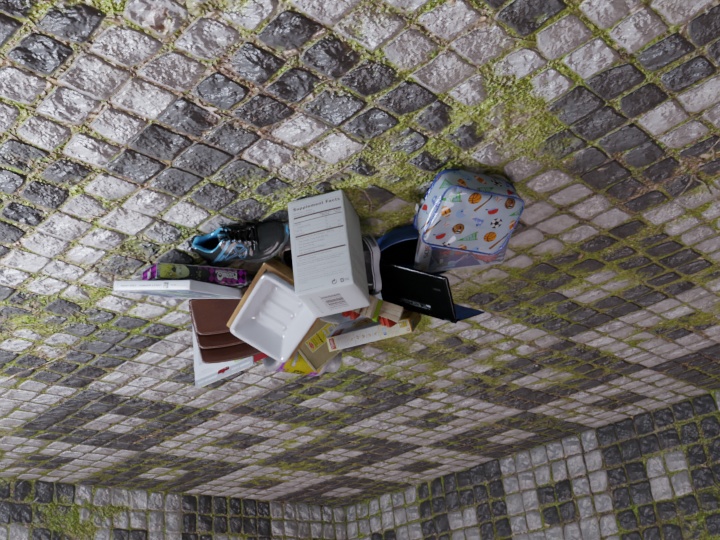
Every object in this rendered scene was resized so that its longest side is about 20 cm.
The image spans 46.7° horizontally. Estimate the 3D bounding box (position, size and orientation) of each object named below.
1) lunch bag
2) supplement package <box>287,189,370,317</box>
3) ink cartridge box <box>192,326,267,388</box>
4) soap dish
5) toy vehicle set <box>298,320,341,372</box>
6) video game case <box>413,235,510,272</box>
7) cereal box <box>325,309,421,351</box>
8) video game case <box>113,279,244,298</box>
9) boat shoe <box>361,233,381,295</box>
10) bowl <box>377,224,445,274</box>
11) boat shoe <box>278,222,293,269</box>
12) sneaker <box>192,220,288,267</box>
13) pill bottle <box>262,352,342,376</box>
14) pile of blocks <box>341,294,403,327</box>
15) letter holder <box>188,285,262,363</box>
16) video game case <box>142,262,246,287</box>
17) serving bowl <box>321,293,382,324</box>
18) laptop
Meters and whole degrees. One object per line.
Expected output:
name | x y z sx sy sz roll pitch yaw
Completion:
lunch bag | 0.202 -0.106 1.597 0.199 0.076 0.161 10 126 -24
supplement package | -0.061 -0.032 1.590 0.117 0.201 0.117 -13 153 12
ink cartridge box | -0.302 0.180 1.981 0.199 0.177 0.084 -24 150 31
soap dish | -0.169 0.082 1.729 0.157 0.081 0.200 31 125 -6
toy vehicle set | -0.105 0.161 2.056 0.124 0.027 0.200 -39 143 -7
video game case | 0.215 -0.070 1.709 0.199 0.023 0.183 -7 139 -12
cereal box | 0.032 0.130 1.894 0.199 0.040 0.144 -14 -173 14
video game case | -0.361 0.040 1.678 0.181 0.024 0.200 -1 173 23
boat shoe | 0.001 0.002 1.735 0.068 0.074 0.200 -29 158 -15
bowl | 0.121 -0.040 1.798 0.199 0.040 0.201 -6 153 -3
boat shoe | -0.134 -0.027 1.739 0.071 0.060 0.200 -8 153 3
sneaker | -0.237 -0.055 1.644 0.199 0.074 0.082 -17 153 19
pill bottle | -0.150 0.220 2.177 0.199 0.105 0.104 12 148 -33
pile of blocks | -0.001 0.079 1.775 0.199 0.062 0.082 22 172 -16
letter holder | -0.266 0.118 1.841 0.199 0.143 0.101 -13 170 -14
video game case | -0.348 0.016 1.727 0.180 0.036 0.200 5 173 -21
serving bowl | -0.015 0.056 1.927 0.199 0.066 0.200 -6 153 -3
laptop | 0.148 0.035 1.797 0.186 0.116 0.201 14 138 33
